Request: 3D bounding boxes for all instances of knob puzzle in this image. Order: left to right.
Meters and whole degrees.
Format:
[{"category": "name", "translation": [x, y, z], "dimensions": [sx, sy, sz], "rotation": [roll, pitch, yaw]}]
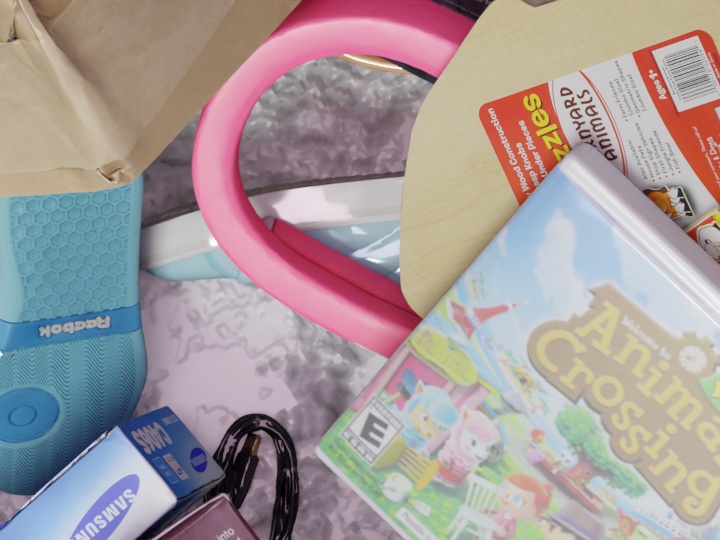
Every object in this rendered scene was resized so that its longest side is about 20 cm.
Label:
[{"category": "knob puzzle", "translation": [0.100, -0.020, 1.150], "dimensions": [0.220, 0.030, 0.220], "rotation": [14, 120, 26]}]

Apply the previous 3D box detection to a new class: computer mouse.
[{"category": "computer mouse", "translation": [-0.078, 0.157, 1.302], "dimensions": [0.059, 0.034, 0.200], "rotation": [26, 83, 4]}]

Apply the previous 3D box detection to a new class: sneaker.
[{"category": "sneaker", "translation": [-0.142, -0.011, 1.290], "dimensions": [0.080, 0.131, 0.200], "rotation": [-2, 125, -22]}, {"category": "sneaker", "translation": [0.000, 0.000, 1.279], "dimensions": [0.200, 0.074, 0.082], "rotation": [-6, 93, 8]}]

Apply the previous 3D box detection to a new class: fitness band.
[{"category": "fitness band", "translation": [0.030, -0.032, 1.207], "dimensions": [0.200, 0.037, 0.144], "rotation": [27, 118, -9]}]

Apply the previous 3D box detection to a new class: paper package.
[{"category": "paper package", "translation": [-0.125, -0.121, 1.158], "dimensions": [0.191, 0.200, 0.103], "rotation": [-3, 125, 39]}]

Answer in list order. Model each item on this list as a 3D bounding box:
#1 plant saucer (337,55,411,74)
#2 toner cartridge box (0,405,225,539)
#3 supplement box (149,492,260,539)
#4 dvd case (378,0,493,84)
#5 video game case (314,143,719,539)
[{"category": "plant saucer", "translation": [0.030, -0.184, 1.300], "dimensions": [0.200, 0.037, 0.200], "rotation": [0, 88, 4]}, {"category": "toner cartridge box", "translation": [-0.152, 0.140, 1.259], "dimensions": [0.200, 0.095, 0.043], "rotation": [-41, 87, 9]}, {"category": "supplement box", "translation": [-0.050, 0.212, 1.202], "dimensions": [0.103, 0.131, 0.200], "rotation": [-35, 84, -29]}, {"category": "dvd case", "translation": [0.010, -0.162, 1.180], "dimensions": [0.149, 0.200, 0.016], "rotation": [28, 53, 23]}, {"category": "video game case", "translation": [0.103, 0.080, 1.153], "dimensions": [0.200, 0.022, 0.182], "rotation": [44, 122, 6]}]
